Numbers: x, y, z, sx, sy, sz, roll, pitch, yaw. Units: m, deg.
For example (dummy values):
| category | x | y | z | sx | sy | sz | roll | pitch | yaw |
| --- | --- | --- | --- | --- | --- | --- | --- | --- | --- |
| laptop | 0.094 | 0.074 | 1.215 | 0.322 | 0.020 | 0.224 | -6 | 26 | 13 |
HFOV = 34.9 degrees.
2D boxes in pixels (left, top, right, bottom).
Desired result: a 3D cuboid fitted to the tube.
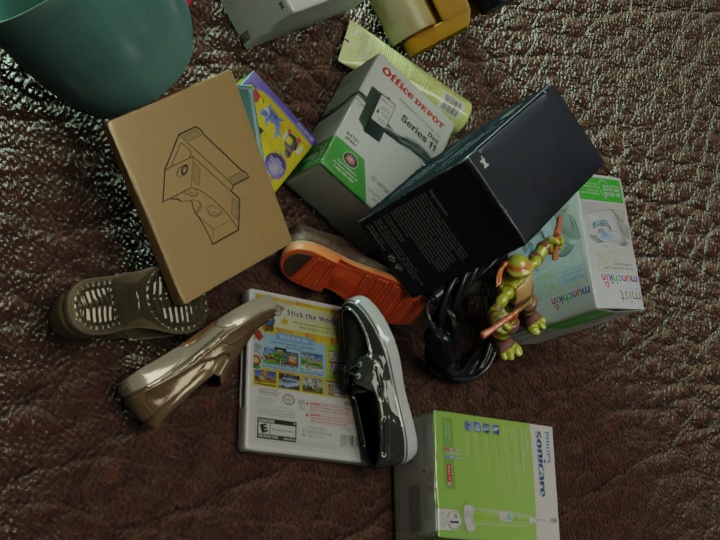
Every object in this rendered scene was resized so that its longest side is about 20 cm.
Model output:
| category | x | y | z | sx | sy | sz | roll | pitch | yaw |
| --- | --- | --- | --- | --- | --- | --- | --- | --- | --- |
| tube | 0.058 | -0.253 | 1.521 | 0.199 | 0.058 | 0.052 | 30 | 101 | -23 |

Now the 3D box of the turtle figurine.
| category | x | y | z | sx | sy | sz | roll | pitch | yaw |
| --- | --- | --- | --- | --- | --- | --- | --- | --- | --- |
| turtle figurine | 0.180 | 0.035 | 1.357 | 0.064 | 0.162 | 0.201 | 21 | 56 | 21 |

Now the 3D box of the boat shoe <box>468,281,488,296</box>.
| category | x | y | z | sx | sy | sz | roll | pitch | yaw |
| --- | --- | --- | --- | --- | --- | --- | --- | --- | --- |
| boat shoe | 0.133 | -0.062 | 1.501 | 0.065 | 0.072 | 0.202 | 3 | 71 | -14 |

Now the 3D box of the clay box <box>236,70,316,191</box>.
| category | x | y | z | sx | sy | sz | roll | pitch | yaw |
| --- | --- | --- | --- | --- | --- | --- | --- | --- | --- |
| clay box | -0.146 | -0.123 | 1.314 | 0.115 | 0.047 | 0.201 | 46 | 52 | -17 |

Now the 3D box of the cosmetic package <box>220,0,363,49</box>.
| category | x | y | z | sx | sy | sz | roll | pitch | yaw |
| --- | --- | --- | --- | --- | --- | --- | --- | --- | --- |
| cosmetic package | -0.063 | -0.354 | 1.416 | 0.199 | 0.113 | 0.082 | -30 | 94 | -42 |

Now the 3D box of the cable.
| category | x | y | z | sx | sy | sz | roll | pitch | yaw |
| --- | --- | --- | --- | --- | --- | --- | --- | --- | --- |
| cable | 0.139 | 0.056 | 1.417 | 0.164 | 0.051 | 0.201 | -51 | 145 | -21 |

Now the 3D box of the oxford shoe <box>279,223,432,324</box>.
| category | x | y | z | sx | sy | sz | roll | pitch | yaw |
| --- | --- | --- | --- | --- | --- | --- | --- | --- | --- |
| oxford shoe | 0.000 | 0.000 | 1.362 | 0.199 | 0.071 | 0.073 | 27 | 37 | -19 |

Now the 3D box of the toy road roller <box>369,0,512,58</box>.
| category | x | y | z | sx | sy | sz | roll | pitch | yaw |
| --- | --- | --- | --- | --- | --- | --- | --- | --- | --- |
| toy road roller | 0.111 | -0.380 | 1.574 | 0.199 | 0.146 | 0.124 | -27 | 93 | -3 |

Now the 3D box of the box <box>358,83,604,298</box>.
| category | x | y | z | sx | sy | sz | roll | pitch | yaw |
| --- | --- | --- | --- | --- | --- | --- | --- | --- | --- |
| box | 0.138 | -0.089 | 1.311 | 0.118 | 0.200 | 0.197 | 54 | 50 | -6 |

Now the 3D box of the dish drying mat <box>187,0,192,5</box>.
| category | x | y | z | sx | sy | sz | roll | pitch | yaw |
| --- | --- | --- | --- | --- | --- | --- | --- | --- | --- |
| dish drying mat | -0.227 | -0.343 | 1.346 | 0.077 | 0.018 | 0.201 | 39 | 54 | -22 |

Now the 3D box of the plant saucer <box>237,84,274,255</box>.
| category | x | y | z | sx | sy | sz | roll | pitch | yaw |
| --- | --- | --- | --- | --- | --- | --- | --- | --- | --- |
| plant saucer | -0.134 | -0.116 | 1.278 | 0.069 | 0.019 | 0.202 | -2 | 78 | -40 |

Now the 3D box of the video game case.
| category | x | y | z | sx | sy | sz | roll | pitch | yaw |
| --- | --- | --- | --- | --- | --- | --- | --- | --- | --- |
| video game case | -0.050 | 0.126 | 1.321 | 0.199 | 0.023 | 0.184 | 13 | 68 | -33 |

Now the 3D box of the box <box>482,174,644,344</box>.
| category | x | y | z | sx | sy | sz | roll | pitch | yaw |
| --- | --- | --- | --- | --- | --- | --- | --- | --- | --- |
| box | 0.252 | -0.009 | 1.486 | 0.096 | 0.199 | 0.178 | 3 | 74 | -36 |

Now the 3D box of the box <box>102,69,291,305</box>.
| category | x | y | z | sx | sy | sz | roll | pitch | yaw |
| --- | --- | --- | --- | --- | --- | --- | --- | --- | --- |
| box | -0.165 | -0.088 | 1.198 | 0.163 | 0.021 | 0.201 | -32 | 111 | -38 |

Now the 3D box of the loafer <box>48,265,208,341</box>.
| category | x | y | z | sx | sy | sz | roll | pitch | yaw |
| --- | --- | --- | --- | --- | --- | --- | --- | --- | --- |
| loafer | -0.238 | 0.034 | 1.179 | 0.199 | 0.068 | 0.076 | 3 | 81 | -54 |

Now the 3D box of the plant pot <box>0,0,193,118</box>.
| category | x | y | z | sx | sy | sz | roll | pitch | yaw |
| --- | --- | --- | --- | --- | --- | --- | --- | --- | --- |
| plant pot | -0.267 | -0.257 | 1.178 | 0.161 | 0.199 | 0.202 | 54 | 47 | -37 |

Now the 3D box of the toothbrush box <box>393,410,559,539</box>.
| category | x | y | z | sx | sy | sz | roll | pitch | yaw |
| --- | --- | --- | --- | --- | --- | --- | --- | --- | --- |
| toothbrush box | 0.140 | 0.257 | 1.382 | 0.199 | 0.086 | 0.147 | 11 | 68 | -34 |

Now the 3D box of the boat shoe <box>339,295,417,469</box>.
| category | x | y | z | sx | sy | sz | roll | pitch | yaw |
| --- | --- | --- | --- | --- | --- | --- | --- | --- | --- |
| boat shoe | 0.011 | 0.129 | 1.309 | 0.056 | 0.068 | 0.202 | -15 | 86 | -39 |

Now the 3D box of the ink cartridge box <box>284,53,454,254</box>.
| category | x | y | z | sx | sy | sz | roll | pitch | yaw |
| --- | --- | --- | --- | --- | --- | --- | --- | --- | --- |
| ink cartridge box | 0.016 | -0.146 | 1.424 | 0.146 | 0.083 | 0.201 | 40 | 54 | -21 |

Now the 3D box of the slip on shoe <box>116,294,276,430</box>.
| category | x | y | z | sx | sy | sz | roll | pitch | yaw |
| --- | --- | --- | --- | --- | --- | --- | --- | --- | --- |
| slip on shoe | -0.161 | 0.094 | 1.209 | 0.199 | 0.076 | 0.061 | -33 | 90 | -37 |
